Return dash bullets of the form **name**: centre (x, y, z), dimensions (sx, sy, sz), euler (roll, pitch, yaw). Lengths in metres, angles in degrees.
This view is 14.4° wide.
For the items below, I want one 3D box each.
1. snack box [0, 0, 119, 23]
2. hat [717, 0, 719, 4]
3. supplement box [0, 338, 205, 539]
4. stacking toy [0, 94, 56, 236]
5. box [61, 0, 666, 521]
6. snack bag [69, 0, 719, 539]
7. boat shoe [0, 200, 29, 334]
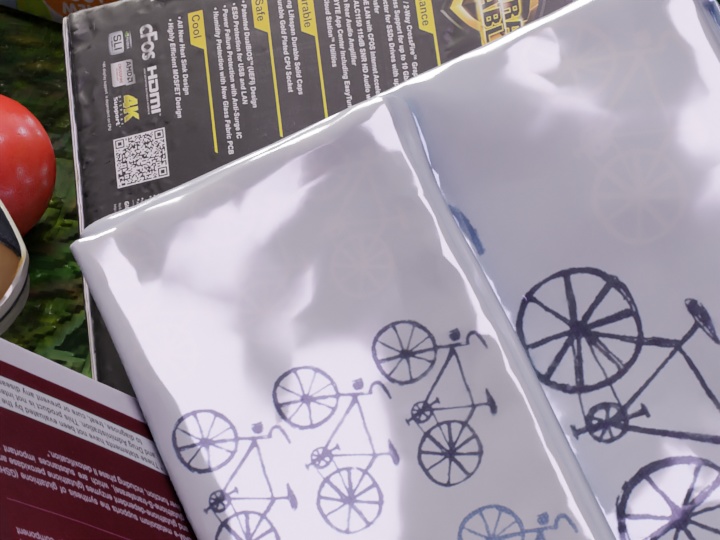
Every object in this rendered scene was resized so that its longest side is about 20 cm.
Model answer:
- **snack box**: centre (-0.165, -0.177, 1.035), dimensions (0.200, 0.142, 0.053), euler (18, 46, 16)
- **hat**: centre (0.129, -0.191, 1.035), dimensions (0.200, 0.176, 0.166), euler (-25, 51, -25)
- **supplement box**: centre (-0.073, 0.117, 0.720), dimensions (0.061, 0.109, 0.200), euler (-34, 57, 19)
- **stacking toy**: centre (-0.178, -0.079, 0.985), dimensions (0.085, 0.085, 0.200), euler (-34, 59, -31)
- **box**: centre (0.000, 0.000, 0.838), dimensions (0.160, 0.049, 0.200), euler (-13, 65, 10)
- **snack bag**: centre (0.042, 0.023, 0.775), dimensions (0.200, 0.021, 0.189), euler (-25, 64, 0)
- **boat shoe**: centre (-0.169, -0.050, 0.890), dimensions (0.075, 0.062, 0.200), euler (-37, 51, -6)
